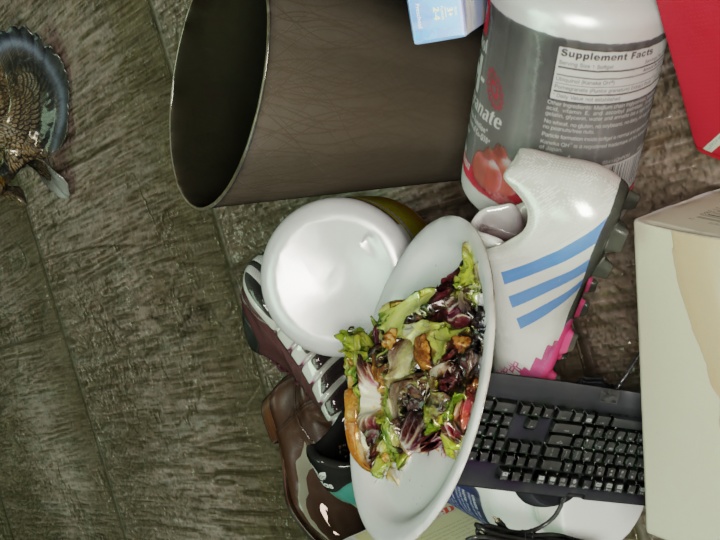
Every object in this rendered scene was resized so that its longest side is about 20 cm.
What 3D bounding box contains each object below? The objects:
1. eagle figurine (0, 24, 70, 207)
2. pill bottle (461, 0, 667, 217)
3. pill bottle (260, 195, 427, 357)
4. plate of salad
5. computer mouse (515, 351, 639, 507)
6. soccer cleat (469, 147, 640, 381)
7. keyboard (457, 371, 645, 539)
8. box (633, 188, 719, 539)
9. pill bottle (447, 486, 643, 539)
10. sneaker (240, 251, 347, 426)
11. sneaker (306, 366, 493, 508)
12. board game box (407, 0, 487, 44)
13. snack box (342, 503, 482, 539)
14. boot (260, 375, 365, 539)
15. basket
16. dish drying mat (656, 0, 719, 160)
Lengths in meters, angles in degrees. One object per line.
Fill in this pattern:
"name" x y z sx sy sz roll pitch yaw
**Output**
"eagle figurine" -0.408 -0.182 1.688 0.151 0.151 0.201 14 87 10
"pill bottle" 0.127 -0.130 0.871 0.111 0.110 0.201 41 136 40
"pill bottle" 0.000 0.000 1.054 0.200 0.109 0.110 -18 -89 -79
"plate of salad" 0.025 0.063 0.857 0.200 0.048 0.201 -166 90 -71
"computer mouse" 0.157 0.062 0.900 0.200 0.059 0.034 -55 29 6
"soccer cleat" 0.101 0.005 0.870 0.086 0.070 0.200 23 135 7
"keyboard" 0.133 0.130 0.885 0.021 0.199 0.128 53 129 58
"box" 0.220 0.060 0.836 0.078 0.095 0.201 16 120 50
"pill bottle" 0.106 0.127 1.026 0.200 0.111 0.112 21 122 52
"sneaker" -0.032 0.077 1.189 0.200 0.076 0.116 56 158 3
"sneaker" 0.043 0.075 0.972 0.200 0.080 0.071 -53 37 0
"board game box" 0.053 -0.226 0.886 0.036 0.200 0.152 -6 103 14
"snack box" 0.052 0.226 1.071 0.116 0.199 0.037 29 129 49
"boot" -0.009 0.144 1.268 0.187 0.064 0.200 60 142 15
"basket" -0.010 -0.122 0.981 0.136 0.199 0.181 49 129 48
"dish drying mat" 0.189 -0.136 0.781 0.077 0.018 0.200 34 157 49
